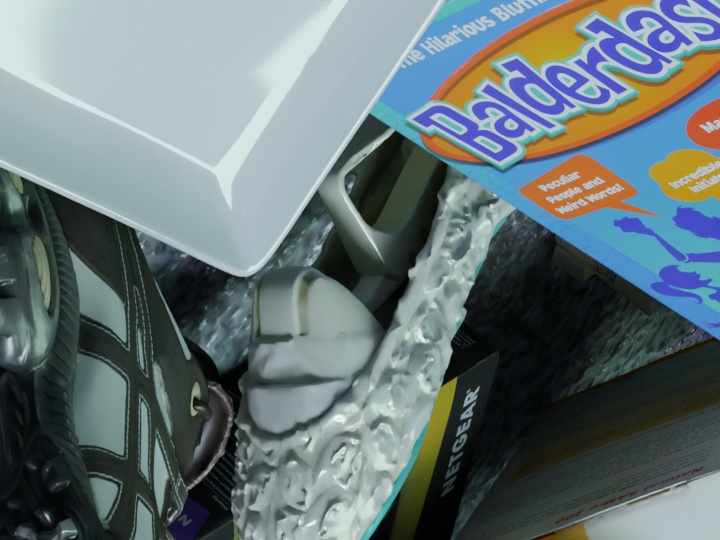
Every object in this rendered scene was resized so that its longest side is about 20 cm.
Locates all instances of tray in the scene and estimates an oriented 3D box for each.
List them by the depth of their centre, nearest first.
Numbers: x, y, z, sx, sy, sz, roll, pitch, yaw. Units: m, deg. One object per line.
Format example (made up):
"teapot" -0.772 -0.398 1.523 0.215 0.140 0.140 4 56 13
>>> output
"tray" -0.068 -0.075 0.627 0.200 0.022 0.108 26 101 -44

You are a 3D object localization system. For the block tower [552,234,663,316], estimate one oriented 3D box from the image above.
"block tower" 0.119 -0.070 0.949 0.054 0.058 0.201 -34 149 -30

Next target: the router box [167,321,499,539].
"router box" -0.035 0.118 0.938 0.157 0.052 0.201 -30 146 -36

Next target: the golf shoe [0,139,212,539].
"golf shoe" -0.069 0.056 0.667 0.094 0.077 0.201 -2 81 -52

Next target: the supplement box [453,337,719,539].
"supplement box" 0.119 0.095 1.001 0.126 0.074 0.200 -23 -172 23

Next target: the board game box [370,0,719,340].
"board game box" 0.107 -0.050 0.757 0.199 0.152 0.045 31 59 -28

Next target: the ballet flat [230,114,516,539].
"ballet flat" 0.000 0.000 0.810 0.201 0.071 0.072 -64 158 -22

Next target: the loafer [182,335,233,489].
"loafer" -0.102 0.068 0.749 0.199 0.071 0.073 -14 135 -51
